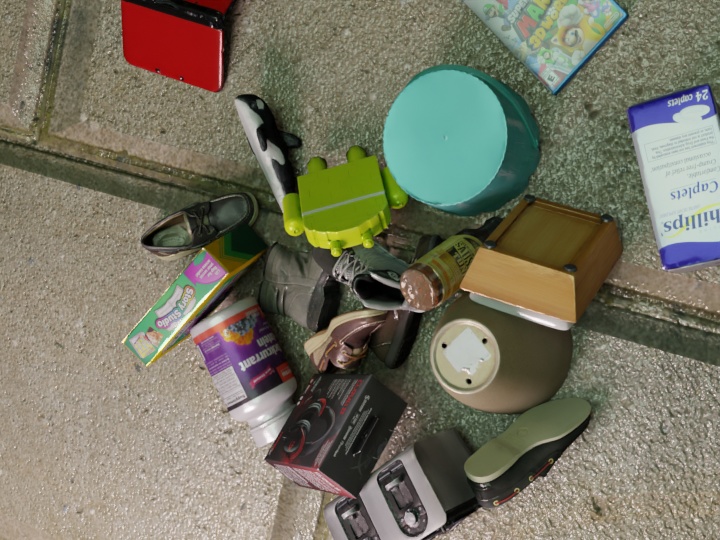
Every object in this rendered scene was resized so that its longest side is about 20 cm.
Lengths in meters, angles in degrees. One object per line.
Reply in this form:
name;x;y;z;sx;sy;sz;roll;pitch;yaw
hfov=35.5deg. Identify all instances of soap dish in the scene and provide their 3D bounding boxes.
soap dish;0.237;-0.017;1.445;0.155;0.200;0.083;17;124;23

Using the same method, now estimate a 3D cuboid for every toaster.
toaster;0.073;0.314;1.531;0.180;0.199;0.120;-38;74;27

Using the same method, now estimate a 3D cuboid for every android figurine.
android figurine;-0.023;-0.096;1.575;0.179;0.041;0.202;-16;43;2

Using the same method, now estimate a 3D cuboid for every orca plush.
orca plush;-0.115;-0.176;1.670;0.070;0.105;0.202;-24;76;-10

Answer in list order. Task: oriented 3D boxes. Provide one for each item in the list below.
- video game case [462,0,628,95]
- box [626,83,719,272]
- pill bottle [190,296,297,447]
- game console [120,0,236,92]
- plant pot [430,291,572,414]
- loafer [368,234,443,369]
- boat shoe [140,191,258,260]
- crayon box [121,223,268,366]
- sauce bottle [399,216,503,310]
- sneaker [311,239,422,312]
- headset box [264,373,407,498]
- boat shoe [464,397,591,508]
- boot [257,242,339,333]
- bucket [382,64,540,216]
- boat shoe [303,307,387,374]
video game case;0.247;-0.361;1.537;0.143;0.018;0.201;-46;73;18
box;0.407;-0.105;1.378;0.103;0.183;0.204;-14;84;21
pill bottle;-0.161;0.151;1.660;0.110;0.111;0.203;-28;88;21
game console;-0.271;-0.403;1.764;0.197;0.119;0.174;20;67;21
plant pot;0.166;0.104;1.475;0.184;0.199;0.191;0;89;23
loafer;0.058;0.037;1.590;0.070;0.073;0.203;26;100;20
boat shoe;-0.249;-0.065;1.728;0.198;0.065;0.074;-25;79;21
crayon box;-0.241;0.033;1.658;0.058;0.172;0.200;44;110;2
sauce bottle;0.131;-0.016;1.494;0.065;0.199;0.067;23;131;30
sneaker;0.000;0.000;1.516;0.197;0.115;0.076;23;105;25
headset box;-0.031;0.222;1.541;0.075;0.199;0.150;38;70;-20
boat shoe;0.226;0.238;1.490;0.073;0.200;0.064;29;145;56
boot;-0.083;-0.017;1.659;0.129;0.067;0.203;22;98;27
bucket;0.133;-0.175;1.524;0.203;0.134;0.212;0;90;22
boat shoe;-0.015;0.105;1.586;0.199;0.071;0.073;-35;69;52
